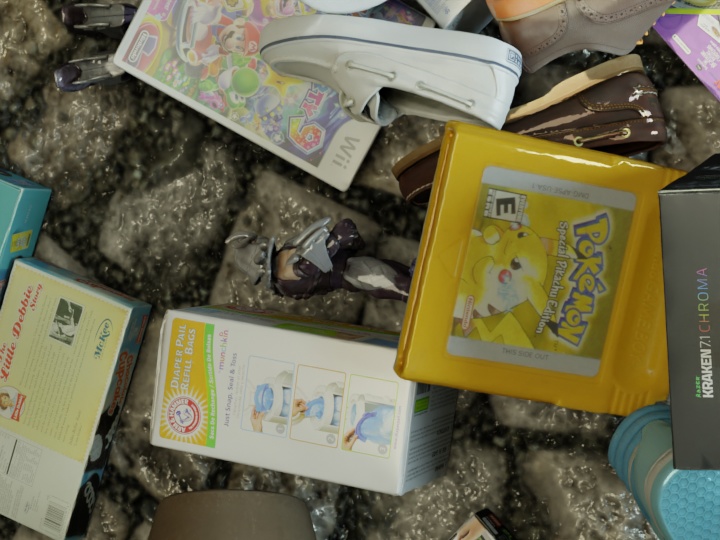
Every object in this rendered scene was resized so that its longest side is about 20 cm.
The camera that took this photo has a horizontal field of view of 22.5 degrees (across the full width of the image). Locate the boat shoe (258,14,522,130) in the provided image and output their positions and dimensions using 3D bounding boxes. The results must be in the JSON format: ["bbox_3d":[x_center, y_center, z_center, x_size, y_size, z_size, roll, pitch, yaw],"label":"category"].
[{"bbox_3d":[0.013,-0.135,1.265,0.199,0.074,0.066,8,77,28],"label":"boat shoe"}]

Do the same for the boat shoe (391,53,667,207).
[{"bbox_3d":[0.118,-0.083,1.280,0.199,0.070,0.071,-23,81,21],"label":"boat shoe"}]

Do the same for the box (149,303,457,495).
[{"bbox_3d":[-0.039,0.090,1.325,0.198,0.112,0.102,9,95,20],"label":"box"}]

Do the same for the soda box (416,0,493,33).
[{"bbox_3d":[0.118,-0.258,1.278,0.200,0.068,0.064,-45,75,17],"label":"soda box"}]

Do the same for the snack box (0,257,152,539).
[{"bbox_3d":[-0.249,0.103,1.452,0.115,0.037,0.202,21,99,20],"label":"snack box"}]

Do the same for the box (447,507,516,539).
[{"bbox_3d":[0.117,0.283,1.307,0.110,0.035,0.200,-46,75,17],"label":"box"}]

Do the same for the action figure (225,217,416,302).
[{"bbox_3d":[0.000,0.000,1.297,0.198,0.130,0.070,12,93,4],"label":"action figure"}]

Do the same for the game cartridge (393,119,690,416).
[{"bbox_3d":[0.135,0.003,1.236,0.198,0.032,0.178,10,97,-15],"label":"game cartridge"}]

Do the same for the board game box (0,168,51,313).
[{"bbox_3d":[-0.352,0.002,1.487,0.150,0.047,0.202,22,99,20],"label":"board game box"}]

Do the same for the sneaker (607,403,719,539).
[{"bbox_3d":[0.235,0.174,1.241,0.079,0.131,0.201,-25,117,-2],"label":"sneaker"}]

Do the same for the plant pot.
[{"bbox_3d":[-0.094,0.255,1.325,0.199,0.200,0.176,-6,72,22],"label":"plant pot"}]

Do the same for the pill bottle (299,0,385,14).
[{"bbox_3d":[-0.031,-0.285,1.286,0.110,0.110,0.201,-38,49,18],"label":"pill bottle"}]

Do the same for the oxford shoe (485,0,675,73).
[{"bbox_3d":[0.189,-0.193,1.236,0.199,0.071,0.073,-16,115,19],"label":"oxford shoe"}]

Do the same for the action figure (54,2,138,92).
[{"bbox_3d":[-0.132,-0.178,1.384,0.198,0.069,0.131,-5,84,19],"label":"action figure"}]

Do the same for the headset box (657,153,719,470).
[{"bbox_3d":[0.253,0.021,1.145,0.092,0.200,0.176,-1,99,22],"label":"headset box"}]

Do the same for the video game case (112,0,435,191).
[{"bbox_3d":[-0.064,-0.168,1.338,0.199,0.018,0.144,29,95,-2],"label":"video game case"}]

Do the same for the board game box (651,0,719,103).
[{"bbox_3d":[0.261,-0.189,1.243,0.120,0.032,0.200,-42,76,15],"label":"board game box"}]
